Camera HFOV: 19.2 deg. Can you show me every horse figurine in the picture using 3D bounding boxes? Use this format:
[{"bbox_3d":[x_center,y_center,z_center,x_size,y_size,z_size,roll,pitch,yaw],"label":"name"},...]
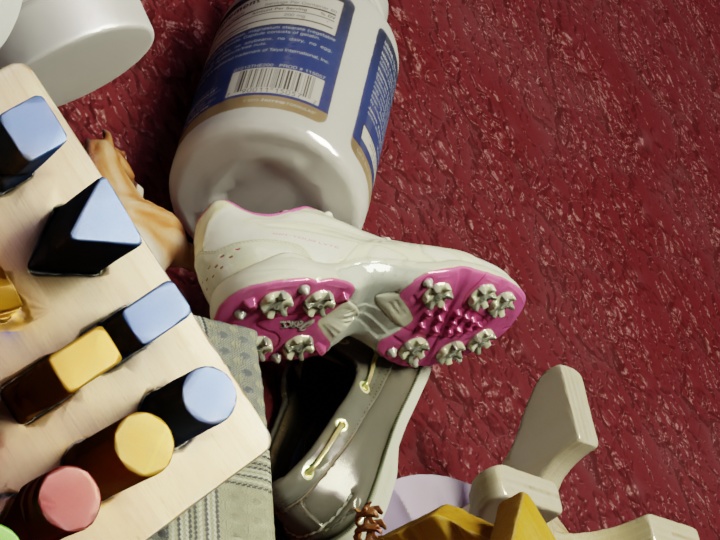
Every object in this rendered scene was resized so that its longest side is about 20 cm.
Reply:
[{"bbox_3d":[-0.117,0.017,1.073,0.133,0.050,0.200,56,28,-17],"label":"horse figurine"}]

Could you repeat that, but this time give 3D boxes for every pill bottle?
[{"bbox_3d":[-0.188,-0.187,1.082,0.114,0.114,0.200,-13,74,-58],"label":"pill bottle"},{"bbox_3d":[-0.038,-0.100,1.225,0.111,0.111,0.200,43,35,-24],"label":"pill bottle"}]

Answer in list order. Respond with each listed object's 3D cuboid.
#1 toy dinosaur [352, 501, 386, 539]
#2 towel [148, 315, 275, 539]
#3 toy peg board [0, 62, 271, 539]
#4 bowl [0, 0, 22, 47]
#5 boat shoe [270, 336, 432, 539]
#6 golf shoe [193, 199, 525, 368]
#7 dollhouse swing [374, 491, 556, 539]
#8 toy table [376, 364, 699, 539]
[{"bbox_3d":[0.050,0.214,1.061,0.200,0.136,0.102,60,10,-20],"label":"toy dinosaur"},{"bbox_3d":[-0.132,0.090,0.940,0.192,0.035,0.200,12,46,-19],"label":"towel"},{"bbox_3d":[-0.144,0.032,0.837,0.199,0.098,0.200,-35,93,-32],"label":"toy peg board"},{"bbox_3d":[-0.233,-0.110,0.925,0.201,0.201,0.090,-51,142,-57],"label":"bowl"},{"bbox_3d":[-0.010,0.066,1.162,0.060,0.072,0.202,47,37,-28],"label":"boat shoe"},{"bbox_3d":[0.000,0.000,1.130,0.200,0.075,0.092,5,40,-38],"label":"golf shoe"},{"bbox_3d":[0.002,0.231,0.914,0.182,0.200,0.176,59,32,0],"label":"dollhouse swing"},{"bbox_3d":[0.095,0.158,1.192,0.200,0.117,0.184,8,57,-51],"label":"toy table"}]
